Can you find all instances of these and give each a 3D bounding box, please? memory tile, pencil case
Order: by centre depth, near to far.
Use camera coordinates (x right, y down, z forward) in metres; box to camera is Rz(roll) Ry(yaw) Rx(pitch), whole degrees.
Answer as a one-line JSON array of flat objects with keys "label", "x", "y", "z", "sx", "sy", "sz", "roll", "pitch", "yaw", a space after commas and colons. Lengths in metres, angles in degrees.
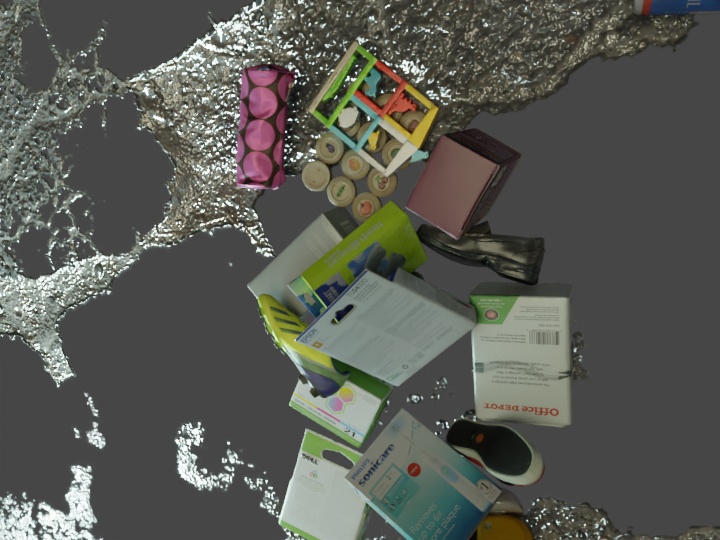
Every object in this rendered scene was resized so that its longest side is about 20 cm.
[{"label": "memory tile", "x": 0.006, "y": -0.189, "z": 1.056, "sx": 0.153, "sy": 0.017, "sz": 0.200, "roll": 35, "pitch": 108, "yaw": 10}, {"label": "pencil case", "x": -0.153, "y": -0.231, "z": 1.080, "sx": 0.093, "sy": 0.091, "sz": 0.201, "roll": 10, "pitch": 109, "yaw": 12}]

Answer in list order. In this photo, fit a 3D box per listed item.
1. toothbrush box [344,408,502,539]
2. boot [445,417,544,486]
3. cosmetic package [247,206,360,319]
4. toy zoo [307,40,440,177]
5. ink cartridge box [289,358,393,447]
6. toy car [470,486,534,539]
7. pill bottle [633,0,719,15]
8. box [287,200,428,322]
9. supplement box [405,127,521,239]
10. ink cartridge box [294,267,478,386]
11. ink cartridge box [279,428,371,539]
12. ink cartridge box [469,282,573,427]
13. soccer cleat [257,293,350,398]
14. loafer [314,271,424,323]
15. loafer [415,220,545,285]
[{"label": "toothbrush box", "x": 0.097, "y": 0.341, "z": 1.041, "sx": 0.200, "sy": 0.085, "sz": 0.146, "roll": 37, "pitch": 71, "yaw": 24}, {"label": "boot", "x": 0.236, "y": 0.296, "z": 1.007, "sx": 0.144, "sy": 0.200, "sz": 0.073, "roll": 39, "pitch": 76, "yaw": -20}, {"label": "cosmetic package", "x": -0.081, "y": -0.002, "z": 1.110, "sx": 0.200, "sy": 0.090, "sz": 0.107, "roll": -39, "pitch": 88, "yaw": 27}, {"label": "toy zoo", "x": 0.030, "y": -0.237, "z": 1.021, "sx": 0.200, "sy": 0.020, "sz": 0.131, "roll": 40, "pitch": 108, "yaw": 8}, {"label": "ink cartridge box", "x": -0.015, "y": 0.172, "z": 1.130, "sx": 0.147, "sy": 0.076, "sz": 0.201, "roll": 28, "pitch": 113, "yaw": 13}, {"label": "toy car", "x": 0.191, "y": 0.462, "z": 1.096, "sx": 0.199, "sy": 0.176, "sz": 0.150, "roll": -6, "pitch": 139, "yaw": 19}, {"label": "pill bottle", "x": 0.441, "y": -0.369, "z": 0.800, "sx": 0.199, "sy": 0.112, "sz": 0.113, "roll": 6, "pitch": 105, "yaw": 20}, {"label": "box", "x": 0.000, "y": 0.000, "z": 1.005, "sx": 0.200, "sy": 0.122, "sz": 0.048, "roll": -39, "pitch": 52, "yaw": -4}, {"label": "supplement box", "x": 0.148, "y": -0.127, "z": 0.924, "sx": 0.085, "sy": 0.200, "sz": 0.111, "roll": 32, "pitch": 113, "yaw": 11}, {"label": "ink cartridge box", "x": 0.036, "y": 0.080, "z": 0.989, "sx": 0.199, "sy": 0.043, "sz": 0.196, "roll": 28, "pitch": 131, "yaw": -22}, {"label": "ink cartridge box", "x": -0.045, "y": 0.386, "z": 1.189, "sx": 0.147, "sy": 0.076, "sz": 0.201, "roll": 21, "pitch": 105, "yaw": 16}, {"label": "ink cartridge box", "x": 0.248, "y": 0.125, "z": 1.012, "sx": 0.146, "sy": 0.083, "sz": 0.201, "roll": 1, "pitch": 103, "yaw": 22}, {"label": "soccer cleat", "x": -0.093, "y": 0.113, "z": 1.080, "sx": 0.084, "sy": 0.065, "sz": 0.201, "roll": -36, "pitch": 90, "yaw": -5}, {"label": "loafer", "x": 0.019, "y": 0.066, "z": 1.083, "sx": 0.199, "sy": 0.075, "sz": 0.070, "roll": -17, "pitch": 126, "yaw": 19}, {"label": "loafer", "x": 0.182, "y": -0.041, "z": 1.014, "sx": 0.199, "sy": 0.073, "sz": 0.073, "roll": 19, "pitch": 88, "yaw": 12}]
